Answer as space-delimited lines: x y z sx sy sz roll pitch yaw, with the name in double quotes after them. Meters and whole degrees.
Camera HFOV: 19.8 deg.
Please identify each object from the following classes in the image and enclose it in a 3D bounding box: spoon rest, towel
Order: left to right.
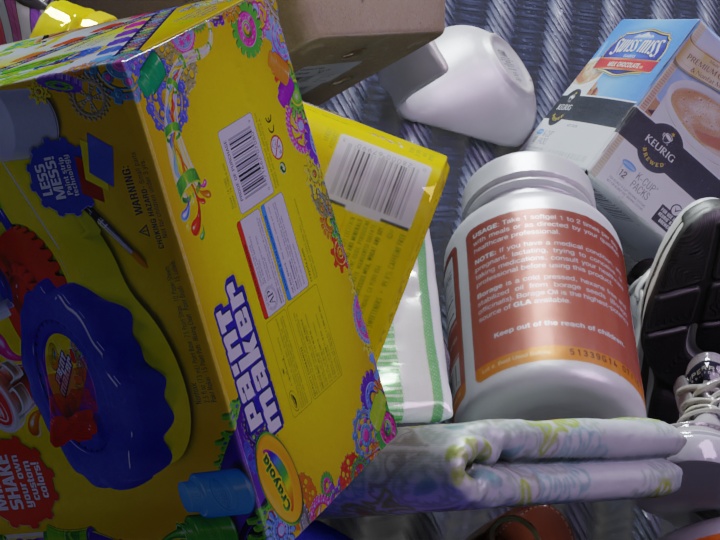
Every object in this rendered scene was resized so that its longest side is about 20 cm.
-0.051 0.011 1.084 0.200 0.023 0.153 10 47 -18 "towel"
0.044 0.098 1.041 0.200 0.171 0.048 4 79 -48 "towel"
0.064 -0.129 1.408 0.099 0.061 0.200 61 21 13 "spoon rest"

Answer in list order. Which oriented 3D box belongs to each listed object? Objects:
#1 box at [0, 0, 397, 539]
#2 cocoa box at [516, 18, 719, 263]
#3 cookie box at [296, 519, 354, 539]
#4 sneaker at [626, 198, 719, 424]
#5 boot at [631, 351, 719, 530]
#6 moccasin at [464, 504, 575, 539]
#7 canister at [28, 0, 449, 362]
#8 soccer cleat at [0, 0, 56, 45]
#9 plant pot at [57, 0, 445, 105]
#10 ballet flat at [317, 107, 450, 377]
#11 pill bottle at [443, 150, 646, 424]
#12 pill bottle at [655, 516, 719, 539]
-0.116 0.009 0.850 0.122 0.192 0.200 -39 117 -57 "box"
0.237 -0.064 1.425 0.200 0.131 0.133 39 -5 -17 "cocoa box"
-0.021 0.191 0.884 0.171 0.075 0.200 25 20 32 "cookie box"
0.192 0.014 1.305 0.076 0.201 0.115 -9 43 -12 "sneaker"
0.195 0.092 1.192 0.200 0.073 0.096 49 37 -66 "boot"
0.071 0.176 1.077 0.074 0.078 0.201 53 33 4 "moccasin"
-0.074 -0.023 0.975 0.200 0.149 0.087 21 10 1 "canister"
-0.161 -0.093 1.075 0.200 0.073 0.068 43 1 28 "soccer cleat"
-0.066 -0.185 1.186 0.200 0.200 0.177 -11 79 -54 "plant pot"
0.000 0.000 1.193 0.072 0.072 0.201 10 50 -45 "ballet flat"
0.107 0.026 1.239 0.112 0.112 0.200 30 38 -28 "pill bottle"
0.222 0.247 1.159 0.109 0.110 0.200 21 46 -38 "pill bottle"
